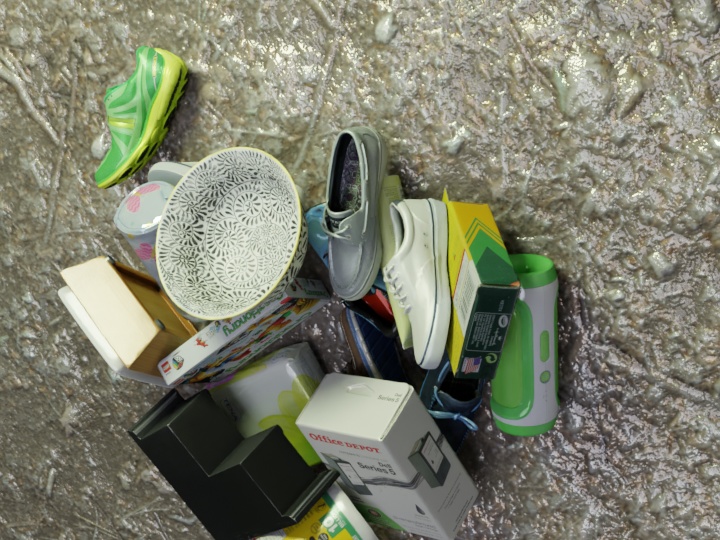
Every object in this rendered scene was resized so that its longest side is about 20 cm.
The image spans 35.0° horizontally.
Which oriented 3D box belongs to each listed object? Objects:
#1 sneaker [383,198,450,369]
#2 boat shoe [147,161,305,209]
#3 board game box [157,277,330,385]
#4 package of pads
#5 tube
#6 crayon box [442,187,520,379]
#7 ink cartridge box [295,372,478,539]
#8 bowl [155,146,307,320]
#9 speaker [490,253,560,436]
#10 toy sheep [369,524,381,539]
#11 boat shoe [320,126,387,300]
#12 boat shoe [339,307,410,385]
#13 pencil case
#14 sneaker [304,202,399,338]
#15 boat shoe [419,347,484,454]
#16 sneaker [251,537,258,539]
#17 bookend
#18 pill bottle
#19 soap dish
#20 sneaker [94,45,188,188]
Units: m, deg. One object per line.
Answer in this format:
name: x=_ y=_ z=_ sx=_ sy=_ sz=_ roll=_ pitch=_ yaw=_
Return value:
sneaker: x=0.060 y=0.013 z=1.293 sx=0.070 sy=0.202 sz=0.073 roll=4 pitch=157 yaw=-11
boat shoe: x=-0.160 y=-0.110 z=1.420 sx=0.200 sy=0.086 sz=0.075 roll=14 pitch=138 yaw=15
board game box: x=-0.144 y=0.076 z=1.430 sx=0.199 sy=0.126 sz=0.035 roll=-36 pitch=75 yaw=18
package of pads: x=-0.120 y=0.195 z=1.522 sx=0.199 sy=0.068 sz=0.156 roll=-24 pitch=99 yaw=29
tube: x=0.046 y=-0.010 z=1.352 sx=0.057 sy=0.052 sz=0.202 roll=-15 pitch=88 yaw=-11
crayon box: x=0.123 y=0.010 z=1.289 sx=0.050 sy=0.201 sz=0.128 roll=3 pitch=125 yaw=-11
ink cartridge box: x=0.034 y=0.226 z=1.385 sx=0.145 sy=0.084 sz=0.201 roll=3 pitch=137 yaw=42
bowl: x=-0.131 y=-0.032 z=1.320 sx=0.199 sy=0.094 sz=0.203 roll=-9 pitch=72 yaw=27
speaker: x=0.191 y=0.087 z=1.335 sx=0.088 sy=0.088 sz=0.202 roll=4 pitch=111 yaw=22
toy sheep: x=-0.026 y=0.398 z=1.520 sx=0.137 sy=0.138 sz=0.201 roll=-27 pitch=93 yaw=29
boat shoe: x=-0.017 y=-0.066 z=1.311 sx=0.069 sy=0.071 sz=0.203 roll=10 pitch=97 yaw=33
boat shoe: x=0.012 y=0.134 z=1.438 sx=0.072 sy=0.072 sz=0.202 roll=-17 pitch=103 yaw=32
pencil case: x=-0.227 y=-0.020 z=1.430 sx=0.090 sy=0.084 sz=0.201 roll=-14 pitch=138 yaw=14
sneaker: x=0.000 y=0.000 z=1.382 sx=0.200 sy=0.090 sz=0.078 roll=46 pitch=120 yaw=3
boat shoe: x=0.110 y=0.145 z=1.386 sx=0.083 sy=0.069 sz=0.202 roll=-1 pitch=113 yaw=-10
sneaker: x=-0.080 y=0.434 z=1.588 sx=0.199 sy=0.078 sz=0.083 roll=32 pitch=118 yaw=10
bookend: x=-0.162 y=0.228 z=1.424 sx=0.201 sy=0.092 sz=0.198 roll=51 pitch=141 yaw=-6
pill bottle: x=-0.078 y=0.364 z=1.410 sx=0.199 sy=0.113 sz=0.113 roll=-37 pitch=93 yaw=-8
soap dish: x=-0.284 y=0.066 z=1.467 sx=0.081 sy=0.200 sz=0.158 roll=-42 pitch=71 yaw=4
sneaker: x=-0.288 y=-0.195 z=1.450 sx=0.083 sy=0.074 sz=0.201 roll=34 pitch=110 yaw=6
